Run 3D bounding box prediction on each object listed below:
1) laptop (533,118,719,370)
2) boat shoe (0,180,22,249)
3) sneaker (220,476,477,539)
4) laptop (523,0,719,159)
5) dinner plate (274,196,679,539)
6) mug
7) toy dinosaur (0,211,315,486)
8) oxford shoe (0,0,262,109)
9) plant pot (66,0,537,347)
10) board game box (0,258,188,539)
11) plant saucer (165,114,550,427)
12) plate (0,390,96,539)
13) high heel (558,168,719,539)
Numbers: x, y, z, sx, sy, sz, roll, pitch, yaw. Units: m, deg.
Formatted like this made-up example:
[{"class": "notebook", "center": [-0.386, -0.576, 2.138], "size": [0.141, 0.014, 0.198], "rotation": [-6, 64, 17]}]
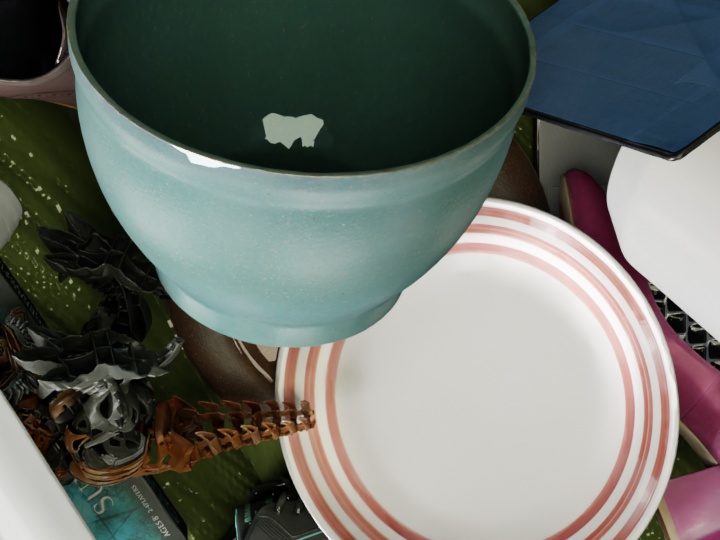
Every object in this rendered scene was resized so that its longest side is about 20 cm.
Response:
[{"class": "laptop", "center": [0.192, 0.000, 1.048], "size": [0.199, 0.116, 0.188], "rotation": [-3, 103, -5]}, {"class": "boat shoe", "center": [-0.246, -0.071, 1.018], "size": [0.200, 0.071, 0.070], "rotation": [36, 53, 6]}, {"class": "sneaker", "center": [-0.014, 0.136, 1.081], "size": [0.200, 0.075, 0.079], "rotation": [-36, 101, 3]}, {"class": "laptop", "center": [0.143, -0.163, 0.947], "size": [0.115, 0.187, 0.201], "rotation": [-1, 104, -29]}, {"class": "dinner plate", "center": [0.055, 0.064, 1.028], "size": [0.199, 0.024, 0.201], "rotation": [2, 96, 19]}, {"class": "mug", "center": [0.207, -0.034, 0.972], "size": [0.153, 0.150, 0.187], "rotation": [34, 59, 23]}, {"class": "toy dinosaur", "center": [-0.128, 0.055, 1.025], "size": [0.199, 0.102, 0.136], "rotation": [-10, 137, -21]}, {"class": "oxford shoe", "center": [-0.122, -0.105, 1.007], "size": [0.199, 0.073, 0.072], "rotation": [-4, 97, -18]}, {"class": "plant pot", "center": [-0.030, -0.052, 0.949], "size": [0.199, 0.201, 0.135], "rotation": [3, 130, -6]}, {"class": "board game box", "center": [-0.196, 0.090, 1.077], "size": [0.135, 0.028, 0.200], "rotation": [-33, 104, 2]}, {"class": "plant saucer", "center": [0.000, 0.000, 1.065], "size": [0.199, 0.037, 0.201], "rotation": [0, 103, -2]}, {"class": "plate", "center": [-0.218, 0.115, 1.014], "size": [0.199, 0.032, 0.201], "rotation": [-15, 113, 39]}, {"class": "high heel", "center": [0.164, 0.035, 1.039], "size": [0.096, 0.067, 0.201], "rotation": [-20, 82, 1]}]
